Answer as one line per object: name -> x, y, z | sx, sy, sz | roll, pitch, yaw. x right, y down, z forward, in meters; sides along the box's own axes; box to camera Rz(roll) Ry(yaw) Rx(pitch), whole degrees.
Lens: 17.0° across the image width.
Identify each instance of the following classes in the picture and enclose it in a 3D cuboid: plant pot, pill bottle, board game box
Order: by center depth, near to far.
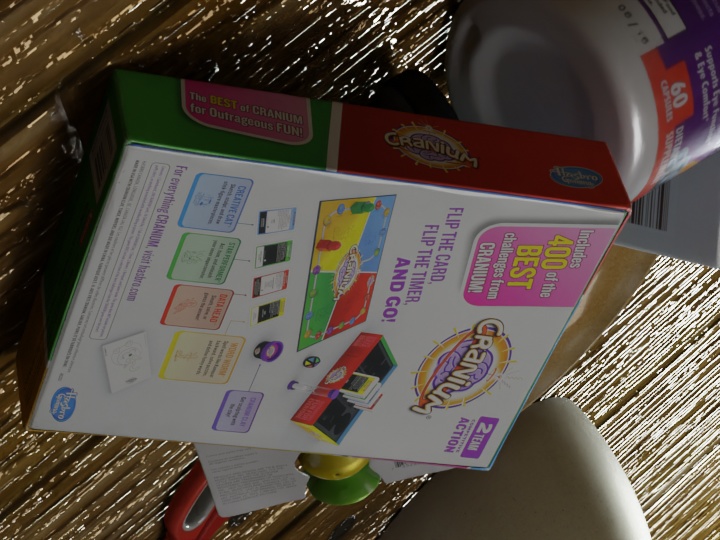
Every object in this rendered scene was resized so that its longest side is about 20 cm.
board game box -> -0.017, 0.006, 0.924 | 0.199, 0.040, 0.153 | 7, 132, -21
pill bottle -> 0.142, -0.108, 1.051 | 0.200, 0.111, 0.112 | -30, 153, -34
plant pot -> 0.090, 0.015, 1.279 | 0.200, 0.027, 0.200 | -37, 156, -20
plant pot -> 0.105, 0.197, 1.472 | 0.200, 0.134, 0.201 | -37, 156, -20

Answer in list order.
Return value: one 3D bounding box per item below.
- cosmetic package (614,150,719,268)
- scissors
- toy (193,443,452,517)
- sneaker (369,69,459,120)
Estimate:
cosmetic package -> 0.188, -0.064, 1.196 | 0.200, 0.101, 0.072 | -19, 117, -50
scissors -> -0.101, 0.150, 1.194 | 0.200, 0.014, 0.073 | -52, 159, 16
toy -> -0.026, 0.020, 1.004 | 0.114, 0.047, 0.201 | -12, 134, 2
sneaker -> 0.000, 0.000, 1.043 | 0.087, 0.075, 0.200 | -24, 148, -20
